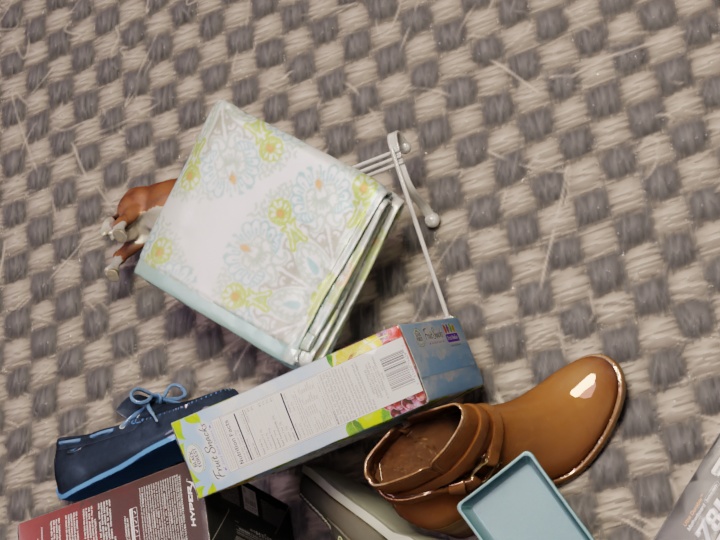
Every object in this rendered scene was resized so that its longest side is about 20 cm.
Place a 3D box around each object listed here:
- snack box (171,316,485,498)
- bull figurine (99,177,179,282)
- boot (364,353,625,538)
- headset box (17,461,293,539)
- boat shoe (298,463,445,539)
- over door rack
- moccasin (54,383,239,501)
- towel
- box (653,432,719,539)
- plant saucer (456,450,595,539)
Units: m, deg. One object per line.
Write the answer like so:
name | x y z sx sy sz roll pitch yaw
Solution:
snack box | -0.021 0.103 1.210 0.198 0.168 0.068 -26 82 16
bull figurine | -0.154 -0.054 1.435 0.198 0.066 0.122 -14 26 32
boot | 0.103 0.120 1.166 0.200 0.155 0.074 -45 55 4
headset box | -0.172 0.235 1.271 0.198 0.149 0.076 -21 59 18
boat shoe | 0.012 0.215 1.224 0.201 0.072 0.061 30 98 44
over door rack | 0.000 0.000 1.343 0.146 0.066 0.202 -20 73 20
moccasin | -0.195 0.139 1.367 0.198 0.080 0.069 -24 70 16
towel | -0.079 -0.028 1.318 0.199 0.048 0.172 28 90 22
box | 0.319 0.189 1.080 0.198 0.050 0.201 30 85 36
plant saucer | 0.155 0.231 1.127 0.070 0.019 0.201 -38 77 9
